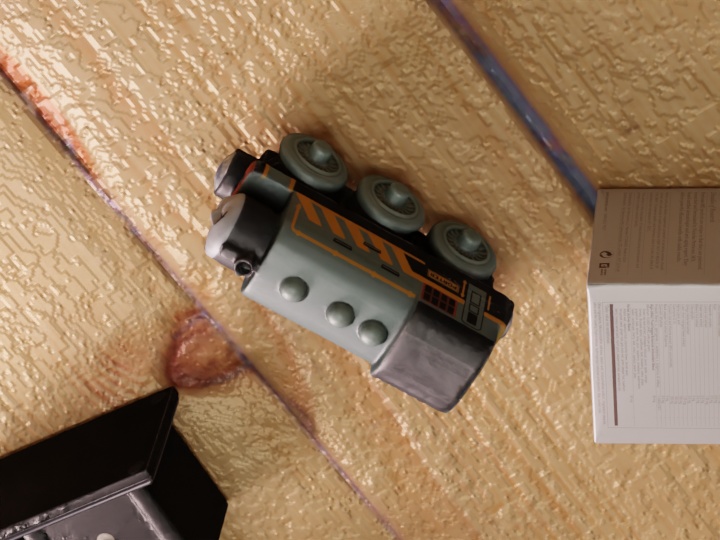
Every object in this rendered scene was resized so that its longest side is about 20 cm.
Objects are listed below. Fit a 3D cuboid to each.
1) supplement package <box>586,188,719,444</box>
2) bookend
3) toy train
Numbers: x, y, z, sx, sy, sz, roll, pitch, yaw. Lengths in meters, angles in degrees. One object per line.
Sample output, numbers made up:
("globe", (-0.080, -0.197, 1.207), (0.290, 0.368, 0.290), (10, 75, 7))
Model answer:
("supplement package", (0.234, 0.026, 1.410), (0.198, 0.110, 0.114), (0, 122, 9))
("bookend", (-0.160, 0.208, 1.598), (0.198, 0.092, 0.201), (-22, 117, 21))
("toy train", (0.000, 0.000, 1.428), (0.199, 0.114, 0.085), (30, 121, -10))
